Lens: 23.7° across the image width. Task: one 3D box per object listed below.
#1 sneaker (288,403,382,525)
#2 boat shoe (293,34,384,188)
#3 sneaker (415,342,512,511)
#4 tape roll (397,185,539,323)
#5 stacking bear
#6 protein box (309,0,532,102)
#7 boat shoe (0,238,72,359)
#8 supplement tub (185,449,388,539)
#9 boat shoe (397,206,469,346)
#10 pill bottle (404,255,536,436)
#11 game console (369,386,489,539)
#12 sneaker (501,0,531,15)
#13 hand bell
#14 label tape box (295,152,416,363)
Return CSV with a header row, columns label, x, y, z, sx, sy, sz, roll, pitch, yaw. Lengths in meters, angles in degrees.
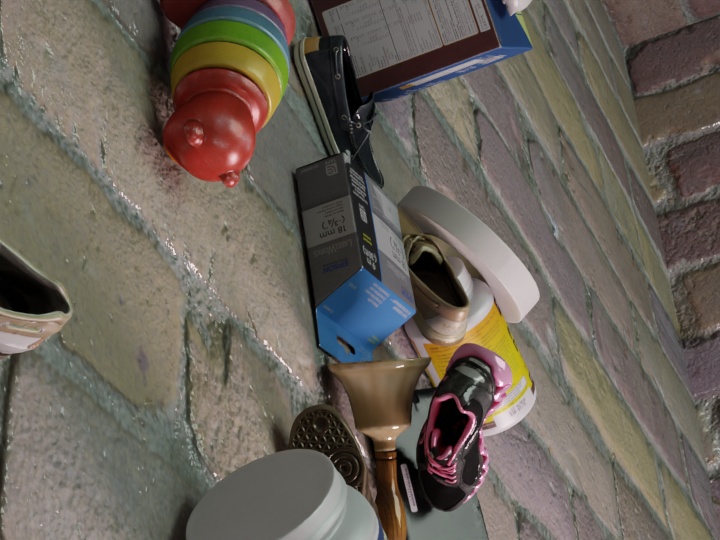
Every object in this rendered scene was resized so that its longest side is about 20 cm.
label,x,y,z,sx,sy,sz,roll,pitch,yaw
sneaker,-0.019,0.215,1.545,0.076,0.070,0.201,-120,-166,-85
boat shoe,-0.011,-0.171,1.906,0.075,0.062,0.201,-68,139,-66
sneaker,0.085,0.167,1.668,0.095,0.079,0.201,-50,156,-49
tape roll,0.124,-0.018,2.007,0.203,0.037,0.203,40,-11,10
stacking bear,-0.122,-0.159,1.503,0.200,0.113,0.122,-83,150,-43
protein box,0.076,-0.294,2.052,0.198,0.199,0.135,-22,94,-72
boat shoe,-0.249,-0.009,1.034,0.200,0.068,0.075,44,33,-56
supplement tub,-0.035,0.251,1.302,0.145,0.145,0.200,-75,144,-59
boat shoe,0.066,-0.011,1.874,0.200,0.071,0.065,57,-33,32
pill bottle,0.120,0.085,1.976,0.109,0.109,0.200,-78,146,-57
game console,0.062,0.234,1.816,0.175,0.116,0.201,-4,74,-41
sneaker,0.197,-0.365,2.024,0.200,0.080,0.077,-75,144,-57
hand bell,0.023,0.187,1.676,0.104,0.104,0.201,6,81,-71
label tape box,0.000,0.000,1.774,0.144,0.063,0.201,40,37,-58
